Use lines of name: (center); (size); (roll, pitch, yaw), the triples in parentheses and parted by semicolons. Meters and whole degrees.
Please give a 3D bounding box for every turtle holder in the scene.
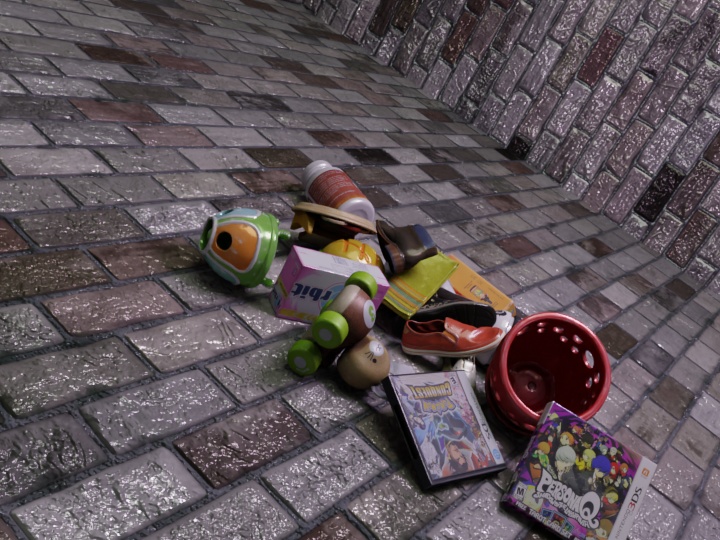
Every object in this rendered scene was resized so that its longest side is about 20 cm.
turtle holder: (-0.216, -0.054, 1.449); (0.130, 0.142, 0.186); (17, 28, -24)

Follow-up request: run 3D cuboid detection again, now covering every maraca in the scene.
maraca: (0.000, 0.000, 1.631); (0.199, 0.108, 0.137); (20, 11, -40)

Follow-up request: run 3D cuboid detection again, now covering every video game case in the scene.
video game case: (0.137, 0.250, 1.314); (0.199, 0.025, 0.182); (4, 56, -46)
video game case: (0.350, 0.339, 1.300); (0.199, 0.182, 0.036); (31, -19, 3)

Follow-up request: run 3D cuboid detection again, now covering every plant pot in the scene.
plant pot: (0.320, 0.194, 1.456); (0.199, 0.202, 0.183); (31, -21, 3)

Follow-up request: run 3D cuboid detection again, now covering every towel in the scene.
towel: (0.114, 0.018, 1.613); (0.086, 0.018, 0.200); (35, 48, 15)

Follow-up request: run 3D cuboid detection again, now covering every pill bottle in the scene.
pill bottle: (-0.059, -0.168, 1.887); (0.111, 0.113, 0.200); (8, 32, -40)

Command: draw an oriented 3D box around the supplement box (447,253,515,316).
supplement box: (0.255, 0.050, 1.828); (0.200, 0.066, 0.069); (41, -14, 36)

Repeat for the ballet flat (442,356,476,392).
ballet flat: (0.191, 0.183, 1.536); (0.070, 0.071, 0.201); (26, 24, -7)

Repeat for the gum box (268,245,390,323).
gum box: (-0.052, 0.038, 1.483); (0.198, 0.114, 0.066); (14, 28, -31)

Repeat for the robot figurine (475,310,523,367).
robot figurine: (0.324, 0.163, 1.649); (0.198, 0.151, 0.125); (29, 35, 4)

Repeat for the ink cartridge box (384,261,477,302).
ink cartridge box: (0.160, 0.018, 1.760); (0.198, 0.048, 0.160); (23, -6, -11)

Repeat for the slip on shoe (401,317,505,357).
slip on shoe: (0.173, 0.121, 1.528); (0.197, 0.062, 0.074); (-1, 22, 12)

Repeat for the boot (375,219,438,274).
boot: (0.090, -0.058, 1.658); (0.096, 0.075, 0.201); (-16, 30, -4)

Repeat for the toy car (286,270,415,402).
toy car: (0.008, 0.134, 1.344); (0.200, 0.158, 0.164); (41, 36, -2)

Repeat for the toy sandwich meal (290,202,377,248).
toy sandwich meal: (-0.062, -0.083, 1.672); (0.202, 0.071, 0.205); (16, -3, 1)

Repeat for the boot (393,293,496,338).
boot: (0.164, 0.071, 1.640); (0.201, 0.074, 0.154); (-7, 23, 3)
